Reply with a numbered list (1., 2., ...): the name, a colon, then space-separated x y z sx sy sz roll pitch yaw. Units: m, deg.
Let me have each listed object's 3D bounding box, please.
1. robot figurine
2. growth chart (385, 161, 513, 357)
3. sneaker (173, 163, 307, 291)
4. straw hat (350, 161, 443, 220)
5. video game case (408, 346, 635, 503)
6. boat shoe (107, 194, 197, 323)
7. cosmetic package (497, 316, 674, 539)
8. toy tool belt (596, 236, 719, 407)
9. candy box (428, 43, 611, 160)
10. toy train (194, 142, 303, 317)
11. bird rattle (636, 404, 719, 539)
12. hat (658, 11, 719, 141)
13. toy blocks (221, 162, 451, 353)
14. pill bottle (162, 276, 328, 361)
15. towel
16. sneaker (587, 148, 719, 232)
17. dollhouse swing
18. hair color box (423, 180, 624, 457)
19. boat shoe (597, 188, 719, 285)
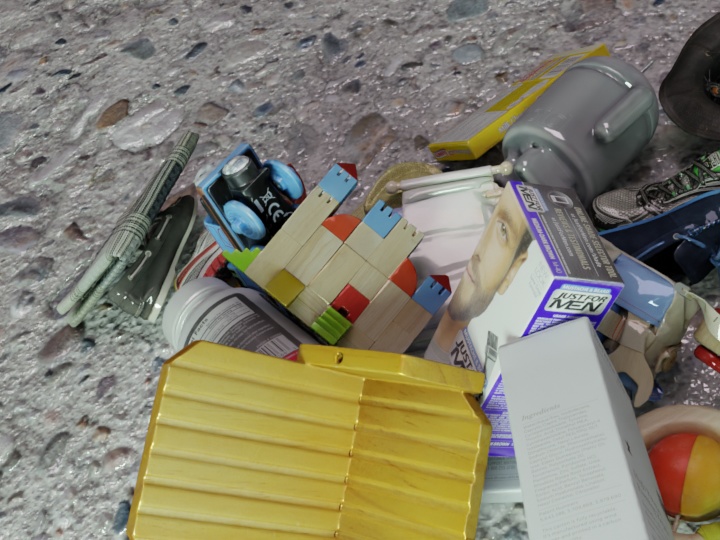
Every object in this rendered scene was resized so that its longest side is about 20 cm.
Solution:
1. robot figurine: 0.223 -0.138 0.964 0.200 0.113 0.170 -45 14 -22
2. growth chart: 0.071 -0.006 0.894 0.145 0.018 0.200 -3 70 17
3. sneaker: -0.132 -0.042 1.040 0.082 0.078 0.200 16 60 40
4. straw hat: 0.052 -0.064 0.984 0.201 0.085 0.201 -11 46 12
5. video game case: 0.134 0.115 0.828 0.200 0.023 0.182 -7 47 17
6. boat shoe: -0.225 -0.027 1.056 0.057 0.067 0.200 24 38 -15
7. cosmetic package: 0.150 0.137 0.618 0.074 0.102 0.200 -22 38 18
8. toy tool belt: 0.209 0.055 0.772 0.200 0.125 0.123 38 98 42
9. candy box: 0.176 -0.186 1.062 0.200 0.026 0.102 -37 14 -13
10. toy train: -0.092 -0.033 0.939 0.114 0.200 0.087 12 54 44
11. bird rattle: 0.227 0.173 0.691 0.200 0.113 0.163 2 51 39
12. hat: 0.405 -0.178 0.956 0.200 0.081 0.201 -17 46 18
13. toy blocks: 0.000 0.000 0.847 0.200 0.100 0.137 40 84 3
14. pill bottle: -0.101 0.084 0.889 0.111 0.111 0.200 -40 47 -17
15. towel: -0.258 -0.046 1.050 0.200 0.035 0.193 -39 24 50
16. sneaker: 0.312 -0.077 0.892 0.200 0.085 0.078 -12 45 12
17. dollhouse swing: -0.037 0.150 0.691 0.182 0.176 0.200 1 76 45
18. hair color box: 0.118 0.042 0.745 0.065 0.200 0.109 7 41 -20
19. boat shoe: 0.291 -0.012 0.849 0.200 0.084 0.069 -24 43 29
